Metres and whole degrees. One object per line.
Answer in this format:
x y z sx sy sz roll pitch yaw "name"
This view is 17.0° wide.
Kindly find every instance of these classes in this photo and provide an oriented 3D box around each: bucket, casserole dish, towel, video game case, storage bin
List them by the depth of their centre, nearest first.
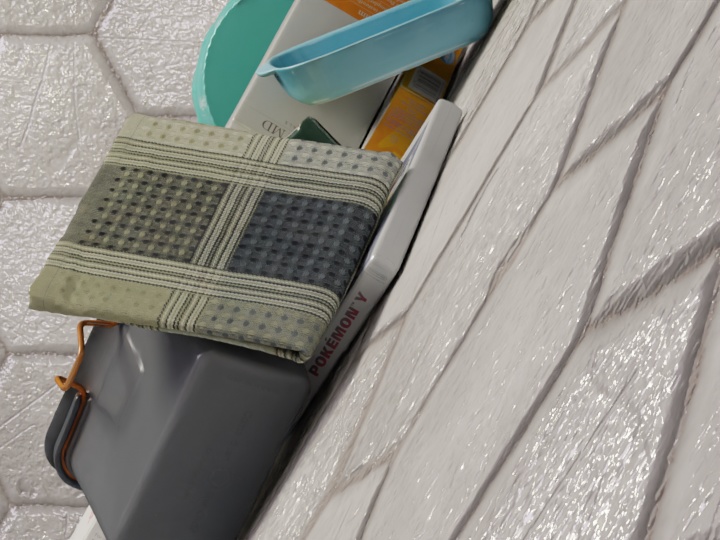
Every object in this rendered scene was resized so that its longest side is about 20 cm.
-0.093 -0.022 1.555 0.035 0.198 0.193 85 -159 -44 "towel"
-0.120 0.092 1.578 0.201 0.145 0.134 -64 27 18 "storage bin"
0.000 0.000 1.640 0.183 0.023 0.201 -57 6 37 "video game case"
0.018 -0.172 1.833 0.199 0.039 0.121 -22 12 -6 "casserole dish"
-0.051 -0.166 2.120 0.208 0.206 0.135 -60 5 2 "bucket"

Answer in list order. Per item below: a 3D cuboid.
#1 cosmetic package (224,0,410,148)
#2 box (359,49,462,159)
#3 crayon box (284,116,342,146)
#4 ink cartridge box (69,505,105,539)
-0.028 -0.157 1.927 0.201 0.101 0.071 -64 7 -28 "cosmetic package"
0.014 -0.091 1.937 0.201 0.041 0.119 -60 4 34 "box"
-0.053 -0.023 1.728 0.127 0.051 0.200 -44 -14 -5 "crayon box"
-0.209 0.262 1.905 0.201 0.085 0.147 -58 6 12 "ink cartridge box"
